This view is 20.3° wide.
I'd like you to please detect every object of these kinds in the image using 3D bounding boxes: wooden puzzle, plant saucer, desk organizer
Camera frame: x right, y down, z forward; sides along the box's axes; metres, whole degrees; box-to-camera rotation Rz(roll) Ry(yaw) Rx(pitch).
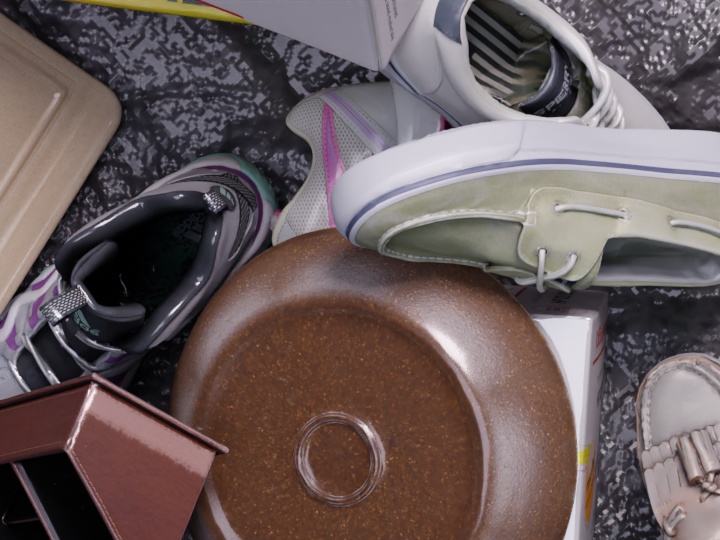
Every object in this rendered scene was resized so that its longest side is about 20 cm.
[{"bbox_3d":[-0.243,-0.060,0.975,0.200,0.037,0.185,34,83,-22],"label":"wooden puzzle"},{"bbox_3d":[-0.004,0.081,0.890,0.200,0.037,0.201,2,96,23],"label":"plant saucer"},{"bbox_3d":[-0.149,0.108,0.924,0.072,0.200,0.077,32,66,-23],"label":"desk organizer"}]

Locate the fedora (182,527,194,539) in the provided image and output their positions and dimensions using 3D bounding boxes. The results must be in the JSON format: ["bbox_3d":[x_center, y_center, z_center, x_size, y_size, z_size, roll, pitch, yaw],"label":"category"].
[{"bbox_3d":[-0.077,0.205,0.994,0.200,0.092,0.201,0,92,8],"label":"fedora"}]

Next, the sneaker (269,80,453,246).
[{"bbox_3d":[0.000,0.000,0.972,0.088,0.081,0.201,3,88,11],"label":"sneaker"}]

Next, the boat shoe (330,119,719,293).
[{"bbox_3d":[0.086,-0.023,0.856,0.199,0.072,0.062,-4,65,-22],"label":"boat shoe"}]

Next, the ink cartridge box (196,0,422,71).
[{"bbox_3d":[-0.014,-0.205,0.830,0.144,0.084,0.200,22,71,14],"label":"ink cartridge box"}]

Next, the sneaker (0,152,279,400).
[{"bbox_3d":[-0.132,0.021,0.959,0.078,0.140,0.200,45,103,2],"label":"sneaker"}]

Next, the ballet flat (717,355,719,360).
[{"bbox_3d":[0.184,0.088,0.956,0.065,0.070,0.200,29,95,49],"label":"ballet flat"}]

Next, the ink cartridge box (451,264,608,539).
[{"bbox_3d":[0.078,0.071,0.942,0.068,0.115,0.201,3,96,10],"label":"ink cartridge box"}]

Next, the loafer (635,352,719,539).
[{"bbox_3d":[0.171,0.130,0.883,0.072,0.063,0.201,-22,80,16],"label":"loafer"}]

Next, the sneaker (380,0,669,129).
[{"bbox_3d":[0.084,-0.072,0.896,0.071,0.200,0.073,21,87,51],"label":"sneaker"}]

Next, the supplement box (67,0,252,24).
[{"bbox_3d":[-0.061,-0.171,0.944,0.199,0.110,0.109,8,96,9],"label":"supplement box"}]
